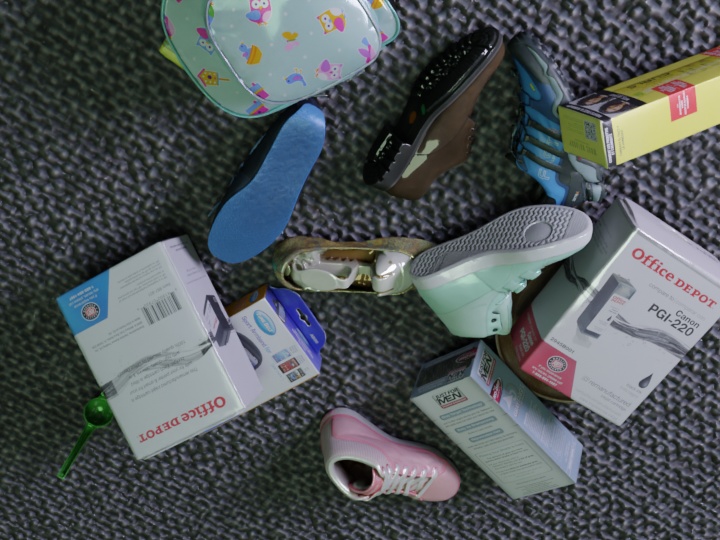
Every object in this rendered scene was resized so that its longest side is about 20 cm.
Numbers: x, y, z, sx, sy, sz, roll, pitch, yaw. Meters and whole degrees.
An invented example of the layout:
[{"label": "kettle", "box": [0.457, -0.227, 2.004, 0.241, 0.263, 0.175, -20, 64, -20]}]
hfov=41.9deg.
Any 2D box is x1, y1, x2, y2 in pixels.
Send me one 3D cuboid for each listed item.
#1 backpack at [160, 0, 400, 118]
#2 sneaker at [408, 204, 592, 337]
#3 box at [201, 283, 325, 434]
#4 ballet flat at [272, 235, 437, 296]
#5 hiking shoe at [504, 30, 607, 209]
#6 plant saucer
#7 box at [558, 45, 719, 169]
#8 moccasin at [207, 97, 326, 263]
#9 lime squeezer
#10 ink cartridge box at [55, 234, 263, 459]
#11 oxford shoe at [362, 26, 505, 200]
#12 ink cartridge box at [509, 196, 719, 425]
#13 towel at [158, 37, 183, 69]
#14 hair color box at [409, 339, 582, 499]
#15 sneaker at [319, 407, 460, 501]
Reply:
[{"label": "backpack", "box": [-0.080, -0.237, 0.860, 0.198, 0.154, 0.176, -26, 123, 18]}, {"label": "sneaker", "box": [0.164, 0.006, 1.009, 0.198, 0.074, 0.119, -18, 127, 22]}, {"label": "box", "box": [-0.140, 0.102, 1.109, 0.198, 0.042, 0.120, -28, 113, 17]}, {"label": "ballet flat", "box": [0.000, 0.000, 1.038, 0.197, 0.071, 0.072, 4, 118, -1]}, {"label": "hiking shoe", "box": [0.183, -0.142, 0.956, 0.086, 0.075, 0.201, -23, 114, 12]}, {"label": "plant saucer", "box": [0.252, 0.060, 1.080, 0.197, 0.037, 0.203, 0, 117, 1]}, {"label": "box", "box": [0.294, -0.160, 0.903, 0.198, 0.075, 0.051, -21, 117, -15]}, {"label": "moccasin", "box": [-0.092, -0.093, 0.994, 0.080, 0.068, 0.200, 31, 115, -22]}, {"label": "lime squeezer", "box": [-0.308, 0.149, 1.127, 0.037, 0.071, 0.202, 27, 85, 10]}, {"label": "ink cartridge box", "box": [-0.219, 0.084, 1.041, 0.144, 0.084, 0.202, -26, 92, 13]}, {"label": "oxford shoe", "box": [0.089, -0.157, 0.962, 0.084, 0.073, 0.201, 23, 119, -29]}, {"label": "ink cartridge box", "box": [0.278, 0.046, 1.006, 0.145, 0.085, 0.201, 29, 113, -13]}, {"label": "towel", "box": [-0.112, -0.273, 0.930, 0.086, 0.018, 0.200, 32, 113, -20]}, {"label": "hair color box", "box": [0.163, 0.180, 1.113, 0.099, 0.061, 0.200, -27, 116, 40]}, {"label": "sneaker", "box": [0.037, 0.252, 1.146, 0.199, 0.105, 0.076, 30, 113, -14]}]
